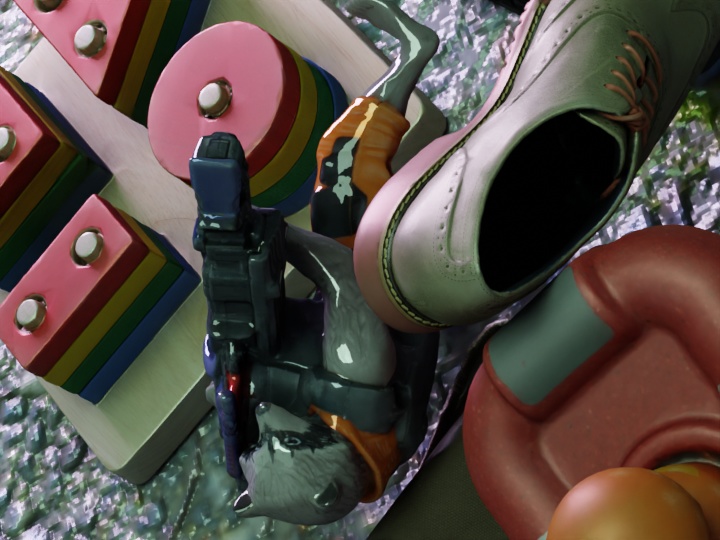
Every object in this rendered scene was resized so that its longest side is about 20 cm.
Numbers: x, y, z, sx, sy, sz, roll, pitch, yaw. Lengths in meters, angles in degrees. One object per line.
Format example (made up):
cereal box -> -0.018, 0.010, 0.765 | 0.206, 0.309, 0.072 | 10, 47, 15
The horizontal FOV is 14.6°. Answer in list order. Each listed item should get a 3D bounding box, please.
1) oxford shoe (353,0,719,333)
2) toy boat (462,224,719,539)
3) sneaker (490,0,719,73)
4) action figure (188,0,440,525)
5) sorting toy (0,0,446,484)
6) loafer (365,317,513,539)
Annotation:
oxford shoe -> 0.084, -0.054, 0.965 | 0.200, 0.070, 0.075 | -53, 24, -20
toy boat -> 0.104, 0.086, 0.905 | 0.131, 0.131, 0.200 | -45, 72, 26
sneaker -> 0.072, -0.143, 1.093 | 0.200, 0.072, 0.083 | 32, 88, 40
action figure -> 0.000, 0.000, 0.998 | 0.104, 0.200, 0.194 | 13, 63, 11
sorting toy -> -0.097, -0.053, 1.175 | 0.199, 0.070, 0.200 | -49, 50, 8
loafer -> 0.039, 0.104, 1.007 | 0.073, 0.071, 0.201 | 8, 75, 37
